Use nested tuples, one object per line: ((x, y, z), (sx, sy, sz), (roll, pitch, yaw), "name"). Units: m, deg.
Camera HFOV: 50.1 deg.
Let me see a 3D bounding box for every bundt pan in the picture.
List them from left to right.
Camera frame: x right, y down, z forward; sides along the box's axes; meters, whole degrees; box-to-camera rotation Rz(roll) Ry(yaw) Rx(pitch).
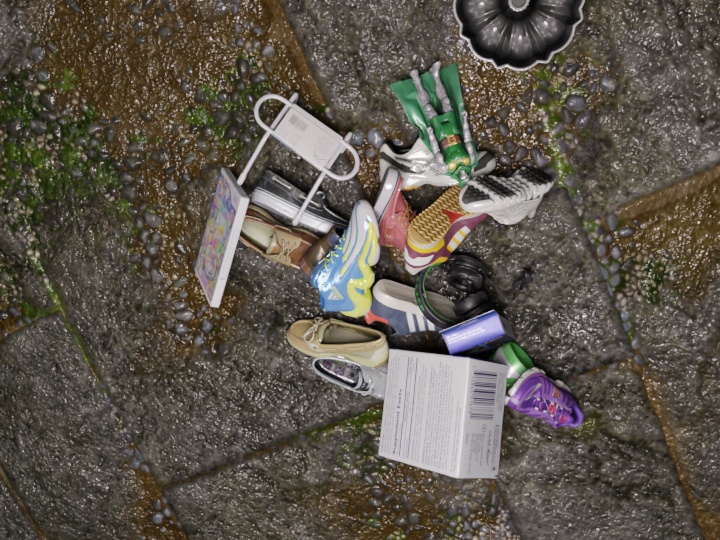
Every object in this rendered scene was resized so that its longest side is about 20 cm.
((0.240, -0.413, 1.174), (0.196, 0.076, 0.207), (3, 108, 9), "bundt pan")

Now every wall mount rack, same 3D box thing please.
((-0.106, -0.188, 1.276), (0.198, 0.075, 0.176), (35, 75, -2), "wall mount rack")

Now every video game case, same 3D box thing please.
((-0.245, -0.060, 1.344), (0.018, 0.143, 0.204), (9, 112, -28), "video game case")

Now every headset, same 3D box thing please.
((0.190, 0.030, 1.297), (0.195, 0.094, 0.127), (-3, 71, -19), "headset")

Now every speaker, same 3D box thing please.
((0.217, 0.219, 1.368), (0.088, 0.089, 0.200), (43, 109, -5), "speaker")

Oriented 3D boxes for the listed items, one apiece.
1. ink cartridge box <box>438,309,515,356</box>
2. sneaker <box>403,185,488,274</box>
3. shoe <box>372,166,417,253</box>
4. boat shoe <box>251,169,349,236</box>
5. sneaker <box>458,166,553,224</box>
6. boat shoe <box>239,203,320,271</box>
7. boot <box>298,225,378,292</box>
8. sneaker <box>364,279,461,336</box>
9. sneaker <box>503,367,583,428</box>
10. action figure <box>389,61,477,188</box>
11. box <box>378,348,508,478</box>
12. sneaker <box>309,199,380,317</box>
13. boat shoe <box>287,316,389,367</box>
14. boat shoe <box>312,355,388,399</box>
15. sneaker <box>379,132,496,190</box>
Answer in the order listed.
((0.197, 0.109, 1.280), (0.098, 0.200, 0.040), (-22, 75, 14), "ink cartridge box")
((0.142, -0.070, 1.267), (0.075, 0.198, 0.091), (43, 145, 25), "sneaker")
((0.065, -0.094, 1.264), (0.089, 0.073, 0.201), (19, 154, 0), "shoe")
((-0.089, -0.114, 1.328), (0.196, 0.072, 0.072), (24, 88, -9), "boat shoe")
((0.228, -0.108, 1.224), (0.075, 0.197, 0.082), (43, 130, 35), "sneaker")
((-0.144, -0.045, 1.357), (0.196, 0.074, 0.077), (26, 110, 2), "boat shoe")
((0.000, 0.000, 1.318), (0.197, 0.076, 0.097), (25, 125, -24), "boot")
((0.094, 0.083, 1.339), (0.196, 0.076, 0.085), (21, 119, -20), "sneaker")
((0.318, 0.223, 1.303), (0.197, 0.084, 0.082), (17, 114, -41), "sneaker")
((0.135, -0.225, 1.220), (0.116, 0.055, 0.204), (-20, 84, -2), "action figure")
((0.136, 0.235, 1.290), (0.198, 0.103, 0.189), (0, 81, 52), "box")
((-0.028, -0.013, 1.233), (0.102, 0.076, 0.205), (-5, 116, -16), "sneaker")
((-0.043, 0.117, 1.369), (0.196, 0.074, 0.064), (14, 141, 23), "boat shoe")
((0.001, 0.197, 1.407), (0.197, 0.072, 0.071), (21, 110, 3), "boat shoe")
((0.123, -0.186, 1.266), (0.195, 0.076, 0.090), (-6, 106, 11), "sneaker")
